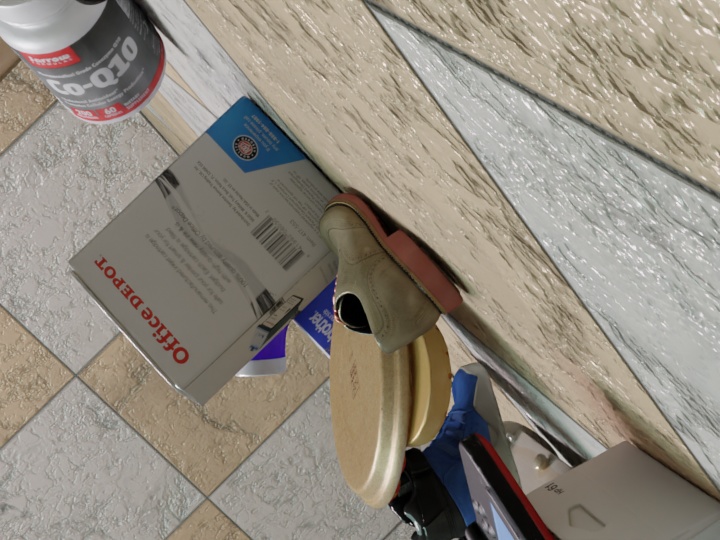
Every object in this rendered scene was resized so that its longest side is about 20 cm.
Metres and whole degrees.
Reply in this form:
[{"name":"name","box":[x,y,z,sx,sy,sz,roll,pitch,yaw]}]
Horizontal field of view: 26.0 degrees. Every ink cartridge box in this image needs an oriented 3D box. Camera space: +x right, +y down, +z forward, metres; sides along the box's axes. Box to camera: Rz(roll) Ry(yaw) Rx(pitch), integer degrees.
[{"name":"ink cartridge box","box":[-0.112,-0.014,1.262,0.147,0.200,0.086,45,176,14]},{"name":"ink cartridge box","box":[0.184,0.217,0.907,0.202,0.084,0.144,64,171,-16]},{"name":"ink cartridge box","box":[-0.021,0.019,1.410,0.044,0.094,0.200,47,177,-28]}]

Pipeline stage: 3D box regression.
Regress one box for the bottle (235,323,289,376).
[{"name":"bottle","box":[-0.095,-0.009,1.375,0.083,0.064,0.203,174,91,-75]}]

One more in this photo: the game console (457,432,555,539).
[{"name":"game console","box":[0.077,0.231,0.913,0.201,0.118,0.173,56,169,38]}]

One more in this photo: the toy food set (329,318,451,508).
[{"name":"toy food set","box":[0.017,0.083,1.222,0.199,0.048,0.202,-105,21,-46]}]

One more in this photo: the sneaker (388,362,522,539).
[{"name":"sneaker","box":[0.068,0.152,1.302,0.201,0.110,0.077,-101,-3,-57]}]

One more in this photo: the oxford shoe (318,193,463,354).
[{"name":"oxford shoe","box":[0.000,0.000,1.120,0.071,0.075,0.200,47,177,-24]}]

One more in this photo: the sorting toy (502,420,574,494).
[{"name":"sorting toy","box":[0.199,0.229,1.319,0.179,0.108,0.200,28,-179,-15]}]

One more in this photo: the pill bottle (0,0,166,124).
[{"name":"pill bottle","box":[-0.258,-0.224,1.388,0.114,0.114,0.200,44,176,27]}]

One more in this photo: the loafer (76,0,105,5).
[{"name":"loafer","box":[-0.248,-0.269,1.116,0.071,0.073,0.200,41,173,45]}]

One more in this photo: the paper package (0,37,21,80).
[{"name":"paper package","box":[-0.505,-0.358,2.061,0.191,0.200,0.103,47,176,-12]}]
